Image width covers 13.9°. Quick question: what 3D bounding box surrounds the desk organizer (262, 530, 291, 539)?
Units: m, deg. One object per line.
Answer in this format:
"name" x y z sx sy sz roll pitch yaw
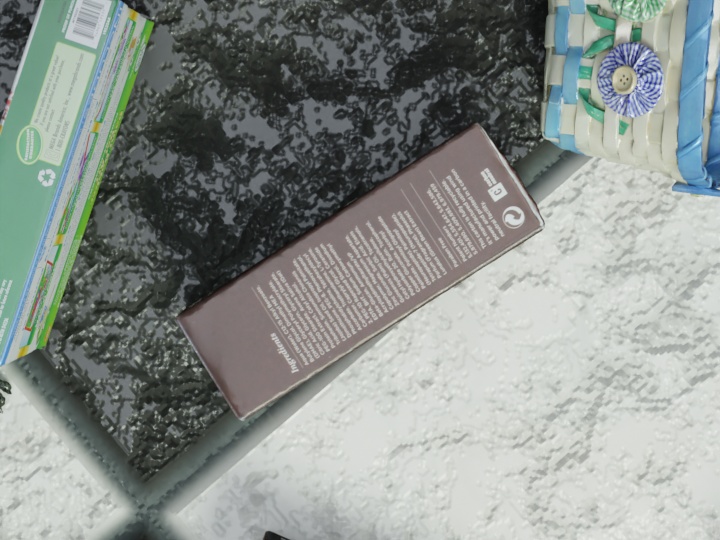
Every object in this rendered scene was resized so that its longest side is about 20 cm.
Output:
"desk organizer" 0.022 0.224 1.657 0.199 0.072 0.077 24 91 0

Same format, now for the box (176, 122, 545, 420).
"box" 0.000 0.000 1.639 0.199 0.100 0.075 -34 91 0

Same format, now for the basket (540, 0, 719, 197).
"basket" 0.200 -0.120 1.613 0.199 0.139 0.178 2 91 10

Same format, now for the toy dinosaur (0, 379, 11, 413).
"toy dinosaur" -0.250 0.085 1.672 0.088 0.047 0.201 14 88 7

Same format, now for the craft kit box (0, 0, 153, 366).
"craft kit box" -0.168 -0.053 1.591 0.048 0.198 0.201 19 91 3
